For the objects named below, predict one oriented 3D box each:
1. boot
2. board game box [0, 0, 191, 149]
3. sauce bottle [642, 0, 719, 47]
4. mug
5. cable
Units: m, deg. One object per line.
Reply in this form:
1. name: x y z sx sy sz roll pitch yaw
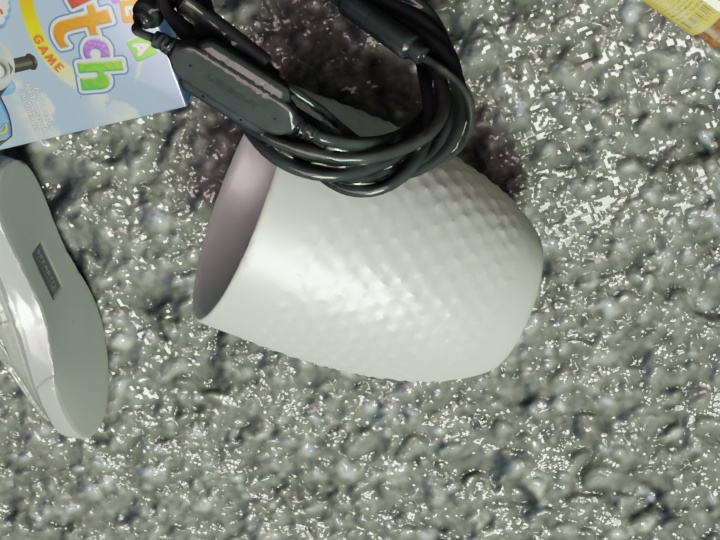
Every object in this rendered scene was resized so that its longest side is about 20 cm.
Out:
1. boot: -0.229 0.018 1.333 0.095 0.074 0.200 -2 120 24
2. board game box: -0.216 -0.147 1.251 0.200 0.037 0.151 -13 116 10
3. sauce bottle: 0.137 -0.200 1.177 0.200 0.066 0.066 33 116 -15
4. mug: 0.000 0.000 1.267 0.175 0.148 0.200 20 149 -14
5. cable: -0.025 -0.126 1.180 0.200 0.163 0.051 29 136 -10
